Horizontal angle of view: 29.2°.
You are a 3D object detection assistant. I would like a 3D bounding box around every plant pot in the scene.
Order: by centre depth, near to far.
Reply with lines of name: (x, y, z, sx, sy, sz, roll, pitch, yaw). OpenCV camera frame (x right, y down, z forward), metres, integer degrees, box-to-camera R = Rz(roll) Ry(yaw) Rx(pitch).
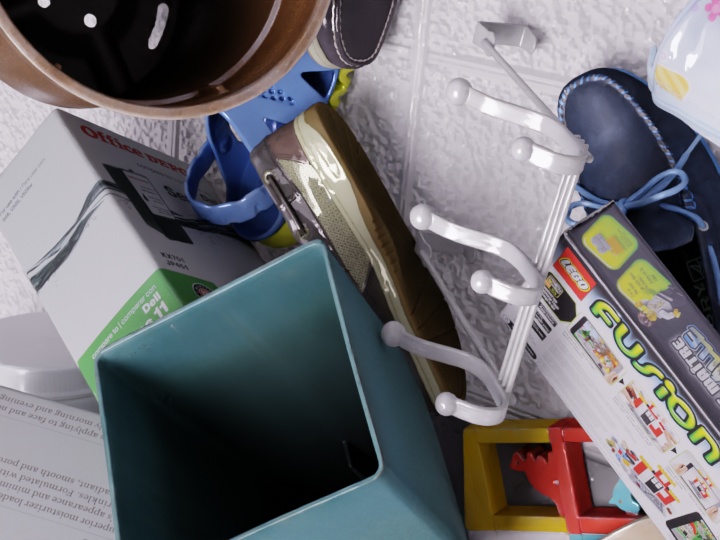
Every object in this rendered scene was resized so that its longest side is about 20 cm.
plant pot: (-0.023, 0.114, 0.744, 0.141, 0.200, 0.142, -26, 52, 13)
plant pot: (-0.141, -0.178, 0.781, 0.198, 0.199, 0.202, 2, 105, 65)

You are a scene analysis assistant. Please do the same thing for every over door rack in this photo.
over door rack: (0.056, -0.034, 0.717, 0.066, 0.200, 0.148, 11, 115, -8)

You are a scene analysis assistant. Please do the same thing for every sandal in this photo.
sandal: (-0.060, -0.103, 0.856, 0.079, 0.087, 0.201, 21, 112, 34)

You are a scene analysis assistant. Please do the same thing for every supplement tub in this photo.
supplement tub: (-0.223, 0.144, 1.018, 0.131, 0.132, 0.201, 15, 111, 34)

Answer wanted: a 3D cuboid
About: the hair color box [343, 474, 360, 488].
hair color box: (-0.017, 0.183, 0.912, 0.109, 0.065, 0.201, 0, 103, 37)

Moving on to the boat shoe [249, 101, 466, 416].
boat shoe: (0.000, 0.000, 0.829, 0.065, 0.073, 0.201, -25, 92, 20)

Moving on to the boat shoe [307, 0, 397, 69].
boat shoe: (0.012, -0.209, 0.782, 0.065, 0.072, 0.201, 23, 109, 37)

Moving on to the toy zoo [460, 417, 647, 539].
toy zoo: (0.133, 0.152, 0.813, 0.199, 0.020, 0.132, -5, 99, 39)

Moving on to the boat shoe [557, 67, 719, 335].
boat shoe: (0.160, -0.017, 0.716, 0.084, 0.069, 0.201, -38, 78, 38)

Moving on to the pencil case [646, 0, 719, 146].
pencil case: (0.229, -0.060, 0.642, 0.200, 0.083, 0.091, 45, 103, 21)

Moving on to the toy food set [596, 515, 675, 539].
toy food set: (0.125, 0.241, 0.765, 0.200, 0.060, 0.144, -33, 90, 22)

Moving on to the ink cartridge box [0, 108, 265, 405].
ink cartridge box: (-0.127, 0.006, 0.863, 0.083, 0.146, 0.200, -48, 57, 15)

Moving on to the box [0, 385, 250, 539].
box: (-0.184, 0.196, 0.855, 0.198, 0.131, 0.201, 16, 133, 5)

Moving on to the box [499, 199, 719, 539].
box: (0.155, 0.074, 0.685, 0.200, 0.035, 0.110, 54, 157, 12)
